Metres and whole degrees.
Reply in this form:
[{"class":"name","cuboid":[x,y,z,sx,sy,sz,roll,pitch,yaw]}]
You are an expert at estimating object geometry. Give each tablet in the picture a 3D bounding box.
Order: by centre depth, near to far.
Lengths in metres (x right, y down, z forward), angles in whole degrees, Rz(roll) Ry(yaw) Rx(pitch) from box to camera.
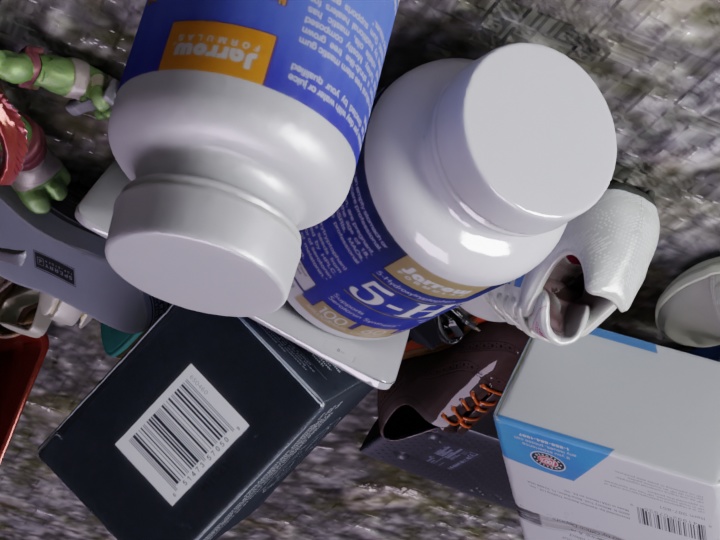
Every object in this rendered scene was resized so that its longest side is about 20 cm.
[{"class":"tablet","cuboid":[-0.062,-0.005,1.154,0.199,0.130,0.014,30,110,-3]}]

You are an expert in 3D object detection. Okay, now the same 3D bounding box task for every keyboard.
[{"class":"keyboard","cuboid":[0.000,0.000,1.249,0.127,0.021,0.200,18,163,37]}]

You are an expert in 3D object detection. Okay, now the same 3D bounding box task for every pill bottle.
[{"class":"pill bottle","cuboid":[-0.048,-0.087,0.895,0.111,0.201,0.112,12,156,5]},{"class":"pill bottle","cuboid":[0.040,-0.042,1.045,0.119,0.120,0.200,24,155,-20]}]

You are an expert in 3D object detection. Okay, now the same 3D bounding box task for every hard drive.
[{"class":"hard drive","cuboid":[0.112,0.139,1.501,0.199,0.043,0.135,21,156,-13]}]

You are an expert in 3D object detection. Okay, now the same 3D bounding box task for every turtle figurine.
[{"class":"turtle figurine","cuboid":[-0.198,-0.054,1.133,0.199,0.145,0.194,18,161,1]}]

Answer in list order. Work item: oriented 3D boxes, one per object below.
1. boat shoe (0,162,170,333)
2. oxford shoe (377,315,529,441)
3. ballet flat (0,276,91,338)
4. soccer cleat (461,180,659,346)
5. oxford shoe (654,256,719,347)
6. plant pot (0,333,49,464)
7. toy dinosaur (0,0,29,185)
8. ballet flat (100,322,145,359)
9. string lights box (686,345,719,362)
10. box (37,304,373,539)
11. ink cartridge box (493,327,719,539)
[{"class":"boat shoe","cuboid":[-0.186,-0.028,1.270,0.199,0.066,0.070,24,130,29]},{"class":"oxford shoe","cuboid":[0.083,0.074,1.336,0.071,0.073,0.200,28,153,-26]},{"class":"ballet flat","cuboid":[-0.203,0.010,1.370,0.068,0.068,0.200,26,154,-26]},{"class":"soccer cleat","cuboid":[0.100,0.009,1.163,0.070,0.087,0.200,22,156,-17]},{"class":"oxford shoe","cuboid":[0.243,0.025,1.154,0.075,0.058,0.200,27,156,-31]},{"class":"plant pot","cuboid":[-0.390,0.101,1.553,0.199,0.201,0.176,27,167,-26]},{"class":"toy dinosaur","cuboid":[-0.233,-0.147,0.953,0.105,0.201,0.181,-26,168,35]},{"class":"ballet flat","cuboid":[-0.121,0.021,1.368,0.067,0.067,0.200,1,166,-23]},{"class":"string lights box","cuboid":[0.254,0.093,1.294,0.102,0.059,0.200,25,154,-21]},{"class":"box","cuboid":[-0.080,0.080,1.223,0.107,0.148,0.200,45,-167,7]},{"class":"ink cartridge box","cuboid":[0.175,0.130,1.256,0.144,0.084,0.200,15,150,22]}]
